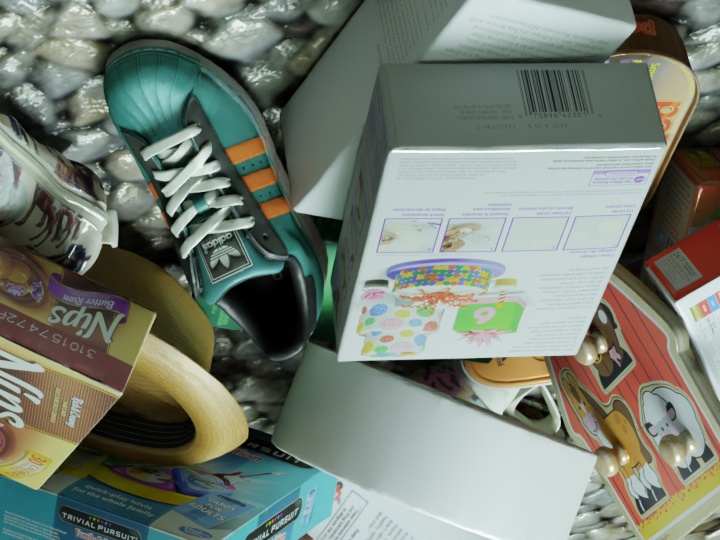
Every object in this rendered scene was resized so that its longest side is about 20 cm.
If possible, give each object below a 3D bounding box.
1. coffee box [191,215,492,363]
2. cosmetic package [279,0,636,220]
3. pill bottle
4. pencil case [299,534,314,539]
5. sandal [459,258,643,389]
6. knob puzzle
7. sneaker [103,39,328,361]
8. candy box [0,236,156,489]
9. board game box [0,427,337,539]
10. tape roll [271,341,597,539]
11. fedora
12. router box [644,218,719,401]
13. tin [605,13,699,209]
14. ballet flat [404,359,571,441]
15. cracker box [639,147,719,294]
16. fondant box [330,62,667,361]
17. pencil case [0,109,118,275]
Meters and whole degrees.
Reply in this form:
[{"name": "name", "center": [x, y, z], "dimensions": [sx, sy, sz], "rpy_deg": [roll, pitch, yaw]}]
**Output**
[{"name": "coffee box", "center": [0.000, 0.000, 1.208], "dimensions": [0.198, 0.044, 0.123], "rpy_deg": [8, 148, -7]}, {"name": "cosmetic package", "center": [0.046, -0.105, 1.056], "dimensions": [0.101, 0.072, 0.200], "rpy_deg": [9, 144, -29]}, {"name": "pill bottle", "center": [0.049, 0.182, 1.402], "dimensions": [0.199, 0.113, 0.114], "rpy_deg": [37, 142, 4]}, {"name": "pencil case", "center": [-0.094, 0.207, 1.513], "dimensions": [0.198, 0.094, 0.091], "rpy_deg": [-16, 150, 9]}, {"name": "sandal", "center": [0.165, 0.047, 1.333], "dimensions": [0.205, 0.080, 0.059], "rpy_deg": [-17, -166, 12]}, {"name": "knob puzzle", "center": [0.157, 0.074, 1.243], "dimensions": [0.030, 0.220, 0.220], "rpy_deg": [-24, 154, -20]}, {"name": "sneaker", "center": [-0.075, -0.035, 1.077], "dimensions": [0.071, 0.080, 0.200], "rpy_deg": [-24, 125, 17]}, {"name": "candy box", "center": [-0.198, 0.052, 1.096], "dimensions": [0.116, 0.057, 0.200], "rpy_deg": [27, 153, -12]}, {"name": "board game box", "center": [-0.121, 0.145, 1.279], "dimensions": [0.150, 0.047, 0.200], "rpy_deg": [16, -163, 19]}, {"name": "tape roll", "center": [0.047, 0.113, 1.251], "dimensions": [0.201, 0.071, 0.202], "rpy_deg": [21, 178, 1]}, {"name": "fedora", "center": [-0.153, 0.042, 1.198], "dimensions": [0.199, 0.082, 0.201], "rpy_deg": [16, 150, 9]}, {"name": "router box", "center": [0.293, 0.035, 1.229], "dimensions": [0.179, 0.049, 0.201], "rpy_deg": [-29, 124, 0]}, {"name": "tin", "center": [0.130, -0.080, 1.164], "dimensions": [0.111, 0.042, 0.200], "rpy_deg": [0, 149, -11]}, {"name": "ballet flat", "center": [0.099, 0.097, 1.434], "dimensions": [0.071, 0.069, 0.200], "rpy_deg": [-41, 146, 13]}, {"name": "cracker box", "center": [0.248, 0.021, 1.270], "dimensions": [0.133, 0.058, 0.202], "rpy_deg": [-1, 119, -17]}, {"name": "fondant box", "center": [0.067, -0.027, 1.058], "dimensions": [0.143, 0.059, 0.201], "rpy_deg": [-1, 145, -11]}, {"name": "pencil case", "center": [-0.207, -0.060, 1.038], "dimensions": [0.089, 0.078, 0.200], "rpy_deg": [3, 157, 28]}]
